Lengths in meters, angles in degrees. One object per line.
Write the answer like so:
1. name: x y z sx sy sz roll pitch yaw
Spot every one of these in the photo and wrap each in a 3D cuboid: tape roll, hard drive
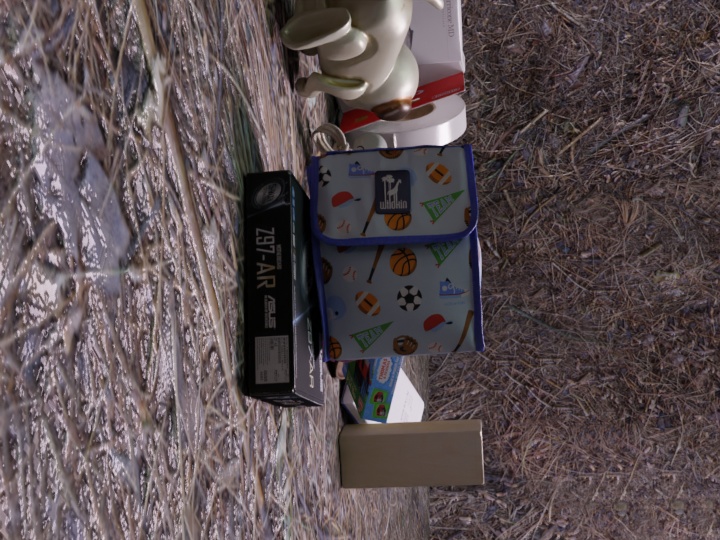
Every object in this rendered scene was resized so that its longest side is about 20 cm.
1. tape roll: 0.063 -0.229 1.540 0.204 0.199 0.038 -80 166 -61
2. hard drive: 0.037 0.199 1.521 0.201 0.025 0.133 57 39 -41

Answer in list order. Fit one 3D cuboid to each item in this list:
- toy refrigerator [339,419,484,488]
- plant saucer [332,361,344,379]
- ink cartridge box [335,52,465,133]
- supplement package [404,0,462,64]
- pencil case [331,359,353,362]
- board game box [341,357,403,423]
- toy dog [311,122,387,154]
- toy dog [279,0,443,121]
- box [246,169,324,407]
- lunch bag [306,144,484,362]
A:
1. toy refrigerator: 0.073 0.256 1.414 0.070 0.196 0.077 -44 130 -80
2. plant saucer: 0.021 0.059 1.380 0.200 0.037 0.201 -46 163 -18
3. ink cartridge box: 0.057 -0.279 1.496 0.177 0.197 0.045 -80 150 -64
4. supplement package: 0.045 -0.370 1.445 0.118 0.196 0.118 -85 168 -50
5. pencil case: -0.027 0.005 1.176 0.083 0.085 0.203 51 34 -46
6. board game box: 0.027 0.050 1.157 0.151 0.036 0.203 -122 -134 -73
7. toy dog: -0.012 -0.078 1.284 0.097 0.130 0.202 -50 140 -33
8. toy dog: 0.007 -0.266 1.170 0.201 0.191 0.141 63 12 -58
9. box: -0.070 0.025 0.963 0.160 0.043 0.204 58 29 -76
10. lunch bag: 0.036 -0.020 0.998 0.124 0.167 0.204 -80 167 -81
